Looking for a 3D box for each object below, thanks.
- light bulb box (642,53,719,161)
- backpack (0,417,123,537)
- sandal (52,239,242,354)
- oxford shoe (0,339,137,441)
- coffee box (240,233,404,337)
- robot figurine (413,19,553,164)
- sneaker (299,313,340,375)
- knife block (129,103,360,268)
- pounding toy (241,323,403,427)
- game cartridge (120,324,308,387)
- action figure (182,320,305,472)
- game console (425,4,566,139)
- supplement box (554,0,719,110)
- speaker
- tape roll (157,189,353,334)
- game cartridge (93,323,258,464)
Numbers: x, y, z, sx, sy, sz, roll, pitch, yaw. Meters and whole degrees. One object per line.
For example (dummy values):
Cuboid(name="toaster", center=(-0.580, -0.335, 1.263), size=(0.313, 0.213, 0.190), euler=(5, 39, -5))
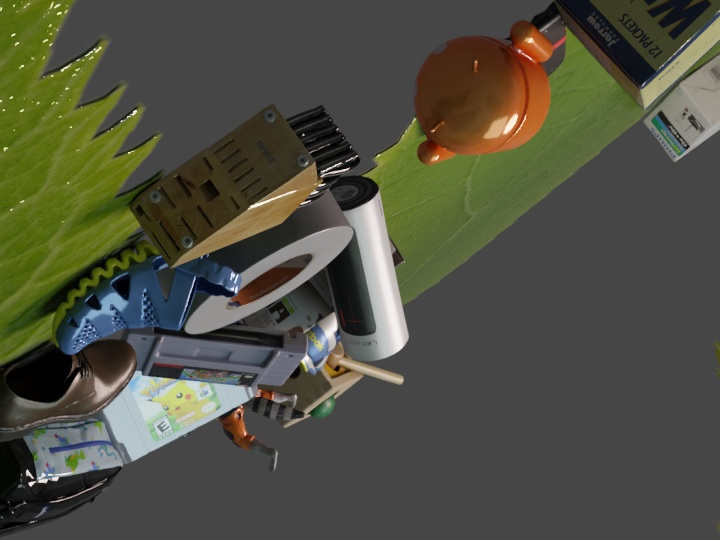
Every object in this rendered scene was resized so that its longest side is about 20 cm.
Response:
Cuboid(name="light bulb box", center=(0.774, -0.375, 2.890), size=(0.197, 0.125, 0.200), euler=(-34, 172, -21))
Cuboid(name="backpack", center=(-0.358, 0.220, 1.437), size=(0.199, 0.155, 0.163), euler=(9, 136, -48))
Cuboid(name="sandal", center=(-0.186, 0.019, 1.163), size=(0.199, 0.088, 0.080), euler=(-34, 174, -7))
Cuboid(name="oxford shoe", center=(-0.287, 0.107, 1.279), size=(0.084, 0.073, 0.199), euler=(-44, 169, 35))
Cuboid(name="coffee box", center=(-0.058, 0.007, 1.548), size=(0.199, 0.080, 0.113), euler=(-36, -166, -5))
Cuboid(name="robot figurine", center=(0.121, -0.175, 1.275), size=(0.142, 0.118, 0.200), euler=(-10, -176, 23))
Cuboid(name="sneaker", center=(-0.059, 0.084, 1.667), size=(0.082, 0.074, 0.200), euler=(-47, -179, -3))
Cuboid(name="knife block", center=(-0.093, -0.070, 1.127), size=(0.199, 0.064, 0.176), euler=(-36, 171, -7))
Cuboid(name="pounding toy", center=(-0.066, 0.136, 1.925), size=(0.142, 0.201, 0.184), euler=(-38, 172, 15))
Cuboid(name="game cartridge", center=(-0.169, 0.093, 1.436), size=(0.197, 0.039, 0.130), euler=(7, 152, -15))
Cuboid(name="action figure", center=(-0.166, 0.142, 1.684), size=(0.104, 0.192, 0.202), euler=(-37, -154, 54))
Cuboid(name="game console", center=(0.155, -0.220, 1.489), size=(0.199, 0.031, 0.177), euler=(-38, 166, 1))
Cuboid(name="supplement box", center=(0.317, -0.291, 1.320), size=(0.200, 0.134, 0.200), euler=(-44, 171, 11))
Cuboid(name="speaker", center=(0.000, 0.000, 1.447), size=(0.080, 0.202, 0.082), euler=(-9, -149, 5))
Cuboid(name="tape roll", center=(-0.107, -0.016, 1.312), size=(0.199, 0.067, 0.200), euler=(-30, 169, -6))
Cuboid(name="game cartridge", center=(-0.230, 0.142, 1.568), size=(0.198, 0.040, 0.134), euler=(-27, 126, -13))
